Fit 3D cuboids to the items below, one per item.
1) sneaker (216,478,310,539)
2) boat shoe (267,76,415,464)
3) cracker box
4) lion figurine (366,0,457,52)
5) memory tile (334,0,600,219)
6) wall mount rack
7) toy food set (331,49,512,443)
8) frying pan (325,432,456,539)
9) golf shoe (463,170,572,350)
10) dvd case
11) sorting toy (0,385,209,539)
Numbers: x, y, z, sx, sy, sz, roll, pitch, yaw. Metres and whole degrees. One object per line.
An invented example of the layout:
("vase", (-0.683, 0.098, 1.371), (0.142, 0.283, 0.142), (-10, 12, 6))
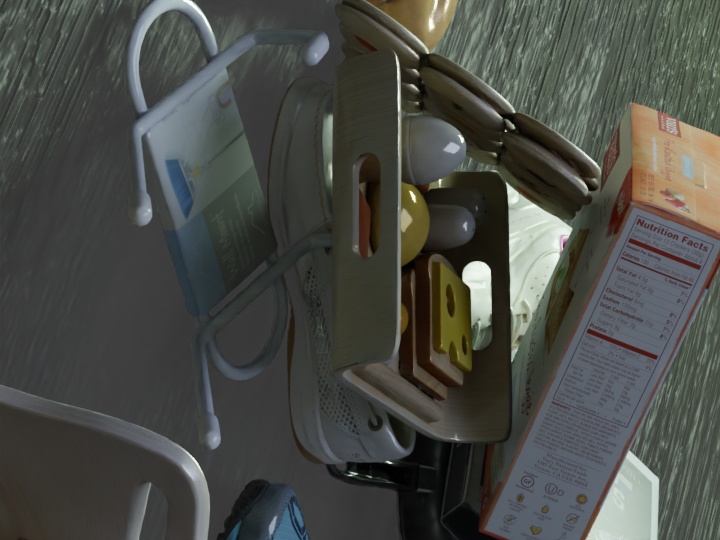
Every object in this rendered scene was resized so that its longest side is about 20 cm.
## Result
("sneaker", (-0.010, 0.187, 1.270), (0.079, 0.095, 0.201), (-55, 137, -50))
("boat shoe", (0.000, 0.000, 1.316), (0.071, 0.069, 0.201), (-26, 113, -58))
("cracker box", (0.123, 0.031, 1.320), (0.134, 0.057, 0.201), (-77, -171, -65))
("lion figurine", (0.020, -0.159, 1.356), (0.123, 0.072, 0.200), (-69, 152, -22))
("memory tile", (0.052, -0.077, 1.288), (0.017, 0.153, 0.200), (-55, 176, -3))
("wall mount rack", (-0.063, -0.020, 1.187), (0.174, 0.074, 0.201), (-45, 129, -43))
("toy food set", (0.038, -0.006, 1.227), (0.200, 0.060, 0.144), (38, 49, -66))
("frying pan", (0.037, 0.104, 1.444), (0.190, 0.031, 0.116), (58, 40, -52))
("golf shoe", (0.072, 0.016, 1.420), (0.200, 0.091, 0.076), (-55, 166, -51))
("dvd case", (0.110, 0.129, 1.452), (0.150, 0.025, 0.200), (44, 26, -15))
("sorting toy", (-0.133, 0.120, 0.927), (0.107, 0.179, 0.201), (-9, 99, -63))
